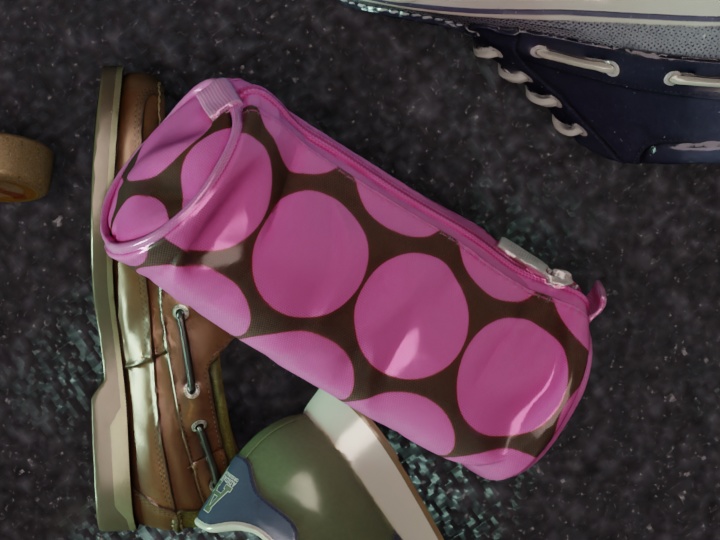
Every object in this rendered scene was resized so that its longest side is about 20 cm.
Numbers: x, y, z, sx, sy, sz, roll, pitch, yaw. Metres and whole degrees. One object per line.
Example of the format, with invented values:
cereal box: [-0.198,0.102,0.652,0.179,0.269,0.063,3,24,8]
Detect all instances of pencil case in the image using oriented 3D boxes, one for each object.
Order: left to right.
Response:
pencil case: [0.000,0.000,0.809,0.199,0.091,0.094,29,116,-24]

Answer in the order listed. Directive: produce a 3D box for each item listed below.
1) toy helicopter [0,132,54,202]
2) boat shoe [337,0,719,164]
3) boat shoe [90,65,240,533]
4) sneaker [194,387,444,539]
toy helicopter: [-0.224,-0.055,0.827,0.199,0.132,0.079,6,74,-11]
boat shoe: [0.075,-0.093,0.835,0.199,0.075,0.093,9,124,18]
boat shoe: [-0.079,0.012,0.860,0.067,0.072,0.201,-1,107,-2]
sneaker: [0.005,0.152,0.858,0.090,0.067,0.201,-34,100,-13]
